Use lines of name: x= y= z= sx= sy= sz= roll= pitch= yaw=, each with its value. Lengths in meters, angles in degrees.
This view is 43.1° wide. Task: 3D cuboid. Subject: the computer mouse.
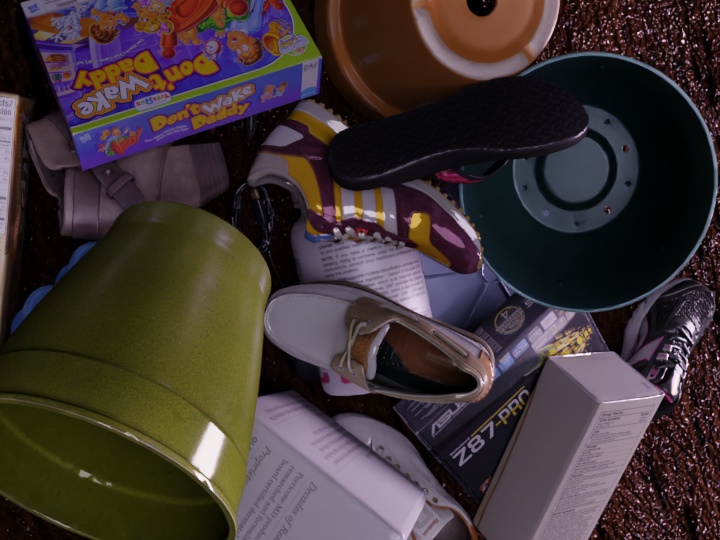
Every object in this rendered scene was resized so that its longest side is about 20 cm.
computer mouse: x=-0.070 y=0.013 z=0.848 sx=0.058 sy=0.034 sz=0.203 roll=-25 pitch=103 yaw=-9

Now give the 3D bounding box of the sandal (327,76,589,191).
sandal: x=0.073 y=-0.096 z=0.692 sx=0.196 sy=0.076 sz=0.045 roll=-12 pitch=143 yaw=5

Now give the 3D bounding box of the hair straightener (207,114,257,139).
hair straightener: x=-0.087 y=-0.217 z=0.812 sx=0.075 sy=0.041 sz=0.204 roll=8 pitch=92 yaw=-16

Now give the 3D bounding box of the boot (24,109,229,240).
boot: x=-0.196 y=-0.120 z=0.736 sx=0.144 sy=0.070 sz=0.203 roll=-14 pitch=70 yaw=-24

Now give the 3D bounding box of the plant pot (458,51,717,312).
plant pot: x=0.188 y=-0.082 z=0.786 sx=0.196 sy=0.161 sz=0.205 roll=2 pitch=101 yaw=10

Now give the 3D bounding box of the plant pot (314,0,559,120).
plant pot: x=0.073 y=-0.222 z=0.773 sx=0.196 sy=0.183 sz=0.204 roll=-2 pitch=99 yaw=-14

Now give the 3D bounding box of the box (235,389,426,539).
box: x=-0.068 y=0.232 z=0.769 sx=0.170 sy=0.199 sz=0.202 roll=34 pitch=91 yaw=10

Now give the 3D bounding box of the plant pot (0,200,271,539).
plant pot: x=-0.149 y=0.064 z=0.637 sx=0.199 sy=0.200 sz=0.195 roll=32 pitch=51 yaw=-17

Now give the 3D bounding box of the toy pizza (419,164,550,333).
toy pizza: x=0.125 y=-0.003 z=0.898 sx=0.196 sy=0.032 sz=0.204 roll=-2 pitch=98 yaw=-16

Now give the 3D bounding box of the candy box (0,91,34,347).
candy box: x=-0.303 y=-0.042 z=0.736 sx=0.054 sy=0.115 sz=0.204 roll=5 pitch=97 yaw=-15

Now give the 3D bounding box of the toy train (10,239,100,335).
toy train: x=-0.201 y=0.031 z=0.759 sx=0.114 sy=0.086 sz=0.201 roll=45 pitch=58 yaw=-11

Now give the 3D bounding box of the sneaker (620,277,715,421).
sneaker: x=0.305 y=0.103 z=0.932 sx=0.080 sy=0.086 sz=0.201 roll=36 pitch=88 yaw=-18

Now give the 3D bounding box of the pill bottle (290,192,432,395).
pill bottle: x=0.000 y=0.000 z=0.816 sx=0.111 sy=0.113 sz=0.204 roll=-13 pitch=92 yaw=-12

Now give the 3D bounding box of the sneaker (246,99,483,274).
sneaker: x=0.003 y=-0.043 z=0.725 sx=0.199 sy=0.075 sz=0.091 roll=37 pitch=76 yaw=9

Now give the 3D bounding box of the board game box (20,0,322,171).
board game box: x=-0.146 y=-0.173 z=0.714 sx=0.197 sy=0.045 sz=0.136 roll=-22 pitch=66 yaw=-17

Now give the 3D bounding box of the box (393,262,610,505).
box: x=0.146 y=0.113 z=0.877 sx=0.200 sy=0.049 sz=0.162 roll=-42 pitch=132 yaw=-4

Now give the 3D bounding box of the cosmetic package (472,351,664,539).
cosmetic package: x=0.197 y=0.183 z=0.876 sx=0.102 sy=0.073 sz=0.203 roll=1 pitch=118 yaw=-37

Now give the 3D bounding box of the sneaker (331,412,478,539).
sneaker: x=0.045 y=0.213 z=0.882 sx=0.199 sy=0.085 sz=0.073 roll=41 pitch=88 yaw=-12

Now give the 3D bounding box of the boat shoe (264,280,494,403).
boat shoe: x=0.011 y=0.056 z=0.726 sx=0.196 sy=0.068 sz=0.076 roll=12 pitch=97 yaw=8
